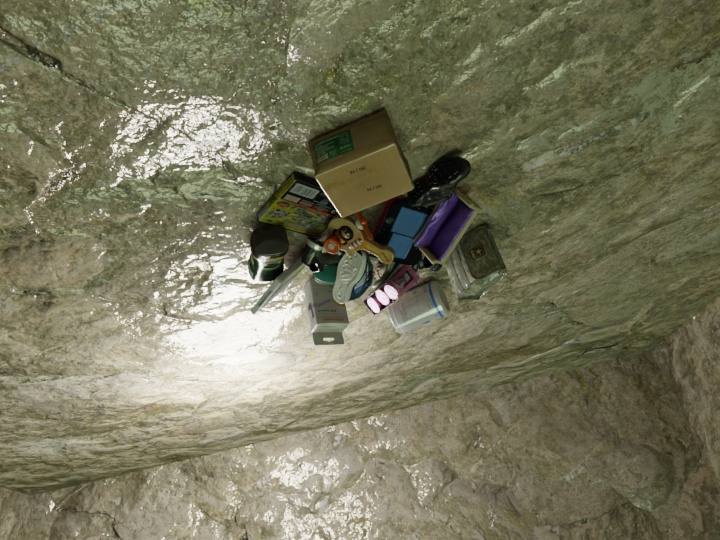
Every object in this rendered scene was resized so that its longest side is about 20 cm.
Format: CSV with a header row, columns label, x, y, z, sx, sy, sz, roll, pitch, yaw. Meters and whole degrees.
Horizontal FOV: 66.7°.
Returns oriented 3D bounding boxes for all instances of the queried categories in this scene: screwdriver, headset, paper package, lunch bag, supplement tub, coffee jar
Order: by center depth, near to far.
label,x,y,z,sx,sy,sz,roll,pitch,yaw
paper package,0.005,-0.240,1.256,0.195,0.106,0.191,-20,149,11
coffee jar,-0.249,-0.044,1.469,0.102,0.087,0.201,-8,160,-17
screwdriver,0.123,-0.031,1.650,0.201,0.029,0.028,-48,136,-5
lunch bag,0.366,-0.024,1.730,0.115,0.167,0.201,1,148,-28
headset,0.201,-0.040,1.751,0.120,0.095,0.203,1,132,-18
supplement tub,0.210,0.131,1.963,0.196,0.135,0.132,-25,150,19

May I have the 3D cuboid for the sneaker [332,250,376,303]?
label,x,y,z,sx,sy,sz,roll,pitch,yaw
sneaker,0.000,0.000,1.614,0.145,0.080,0.203,-25,146,-48

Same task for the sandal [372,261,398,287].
label,x,y,z,sx,sy,sz,roll,pitch,yaw
sandal,0.089,-0.028,1.714,0.203,0.057,0.080,-58,167,30

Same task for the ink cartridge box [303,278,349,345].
label,x,y,z,sx,sy,sz,roll,pitch,yaw
ink cartridge box,-0.106,0.132,1.745,0.114,0.204,0.068,2,148,-27

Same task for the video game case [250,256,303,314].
label,x,y,z,sx,sy,sz,roll,pitch,yaw
video game case,-0.218,0.027,1.573,0.182,0.023,0.200,-45,180,42

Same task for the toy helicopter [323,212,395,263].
label,x,y,z,sx,sy,sz,roll,pitch,yaw
toy helicopter,0.006,-0.086,1.444,0.196,0.079,0.134,27,125,-2

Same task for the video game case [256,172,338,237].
label,x,y,z,sx,sy,sz,roll,pitch,yaw
video game case,-0.139,-0.162,1.406,0.197,0.026,0.180,13,140,-41

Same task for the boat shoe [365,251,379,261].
label,x,y,z,sx,sy,sz,roll,pitch,yaw
boat shoe,0.095,-0.079,1.589,0.197,0.060,0.073,-11,122,-32

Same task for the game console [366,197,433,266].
label,x,y,z,sx,sy,sz,roll,pitch,yaw
game console,0.121,-0.104,1.531,0.197,0.031,0.180,11,108,-40

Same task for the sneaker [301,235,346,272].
label,x,y,z,sx,sy,sz,roll,pitch,yaw
sneaker,-0.108,-0.037,1.541,0.092,0.066,0.199,-60,156,7

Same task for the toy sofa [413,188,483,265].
label,x,y,z,sx,sy,sz,roll,pitch,yaw
toy sofa,0.240,-0.120,1.521,0.096,0.083,0.202,12,118,-42

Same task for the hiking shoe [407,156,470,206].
label,x,y,z,sx,sy,sz,roll,pitch,yaw
hiking shoe,0.215,-0.228,1.421,0.099,0.078,0.198,4,156,-45

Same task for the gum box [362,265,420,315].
label,x,y,z,sx,sy,sz,roll,pitch,yaw
gum box,0.100,0.061,1.762,0.113,0.066,0.200,-41,180,-31

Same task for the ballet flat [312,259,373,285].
label,x,y,z,sx,sy,sz,roll,pitch,yaw
ballet flat,-0.055,0.013,1.708,0.194,0.070,0.069,-8,163,-12
